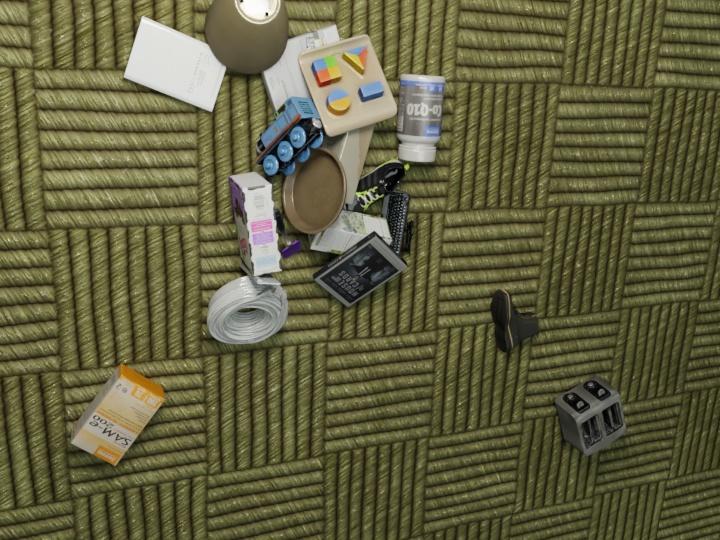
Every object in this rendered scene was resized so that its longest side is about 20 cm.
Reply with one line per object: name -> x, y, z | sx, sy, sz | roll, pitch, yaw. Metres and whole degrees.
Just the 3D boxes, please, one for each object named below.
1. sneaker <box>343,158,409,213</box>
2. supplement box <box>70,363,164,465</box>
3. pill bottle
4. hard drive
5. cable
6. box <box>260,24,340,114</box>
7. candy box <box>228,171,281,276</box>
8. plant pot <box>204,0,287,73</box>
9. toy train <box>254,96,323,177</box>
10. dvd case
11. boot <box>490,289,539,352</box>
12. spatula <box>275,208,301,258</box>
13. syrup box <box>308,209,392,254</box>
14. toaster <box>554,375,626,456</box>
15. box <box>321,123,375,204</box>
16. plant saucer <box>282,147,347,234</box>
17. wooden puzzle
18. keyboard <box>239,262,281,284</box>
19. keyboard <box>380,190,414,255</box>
sneaker -> 0.036, -0.209, 1.736 | 0.200, 0.083, 0.072 | -43, 116, -3
supplement box -> -0.577, 0.343, 1.660 | 0.125, 0.073, 0.201 | 37, 91, -26
pill bottle -> 0.146, -0.375, 1.713 | 0.112, 0.114, 0.204 | -3, 107, -21
hard drive -> -0.399, -0.447, 1.519 | 0.197, 0.026, 0.134 | 17, 99, -25
cable -> -0.271, 0.097, 1.669 | 0.196, 0.070, 0.202 | -10, 142, -11
box -> -0.129, -0.461, 1.617 | 0.197, 0.041, 0.158 | -24, 113, -15
candy box -> -0.243, -0.110, 1.606 | 0.070, 0.168, 0.204 | -11, 110, -18
plant pot -> -0.225, -0.526, 1.445 | 0.184, 0.200, 0.191 | -1, 93, -15
toy train -> -0.167, -0.299, 1.585 | 0.086, 0.199, 0.116 | -10, 69, -51
dvd case -> 0.000, 0.000, 1.757 | 0.199, 0.025, 0.150 | -35, 133, 17
boot -> 0.455, 0.124, 2.022 | 0.137, 0.077, 0.203 | -22, 126, -19
spatula -> -0.181, -0.086, 1.661 | 0.056, 0.021, 0.201 | -34, 148, -11
syrup box -> -0.029, -0.092, 1.734 | 0.197, 0.080, 0.082 | 9, 135, -24
toaster -> 0.724, 0.466, 2.203 | 0.179, 0.119, 0.203 | -25, 114, -12
box -> -0.045, -0.271, 1.673 | 0.077, 0.095, 0.203 | 8, 105, -39
plant saucer -> -0.105, -0.187, 1.640 | 0.029, 0.198, 0.203 | 4, 107, -53
wooden puzzle -> -0.026, -0.426, 1.585 | 0.183, 0.046, 0.203 | -20, 87, -16
keyboard -> -0.236, 0.008, 1.626 | 0.055, 0.200, 0.011 | 10, 98, -23
keyboard -> 0.099, -0.105, 1.819 | 0.102, 0.040, 0.204 | 3, 106, -22
